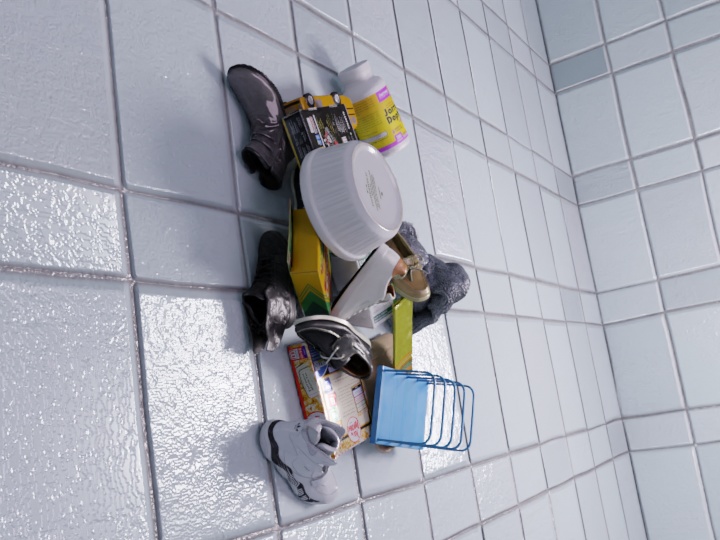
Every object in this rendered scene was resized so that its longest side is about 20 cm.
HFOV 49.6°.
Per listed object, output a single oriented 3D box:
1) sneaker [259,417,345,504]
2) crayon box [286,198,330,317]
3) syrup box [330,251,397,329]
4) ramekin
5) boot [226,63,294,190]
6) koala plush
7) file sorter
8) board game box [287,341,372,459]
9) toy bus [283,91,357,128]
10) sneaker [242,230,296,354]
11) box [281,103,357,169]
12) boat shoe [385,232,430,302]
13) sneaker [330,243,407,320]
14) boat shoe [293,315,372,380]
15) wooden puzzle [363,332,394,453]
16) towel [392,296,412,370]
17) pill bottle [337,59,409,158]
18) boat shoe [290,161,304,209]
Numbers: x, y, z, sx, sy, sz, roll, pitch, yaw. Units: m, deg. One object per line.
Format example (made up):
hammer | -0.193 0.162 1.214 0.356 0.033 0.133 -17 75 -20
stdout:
sneaker | -0.065 0.305 1.243 0.201 0.114 0.076 54 36 -32
crayon box | -0.085 -0.015 1.323 0.201 0.050 0.129 79 9 -59
syrup box | 0.000 0.000 1.478 0.078 0.081 0.203 -30 114 -39
ramekin | -0.006 -0.125 1.319 0.202 0.093 0.205 38 42 -44
boot | -0.176 -0.248 1.355 0.200 0.069 0.133 50 43 -30
koala plush | 0.114 -0.001 1.650 0.201 0.183 0.178 51 38 -13
file sorter | 0.122 0.265 1.470 0.199 0.121 0.141 26 66 -56
board game box | -0.048 0.215 1.381 0.151 0.046 0.203 -10 85 -60
toy bus | -0.083 -0.304 1.536 0.200 0.064 0.079 -27 102 -60
sneaker | -0.152 0.032 1.273 0.104 0.059 0.203 1 80 -64
box | -0.052 -0.198 1.428 0.159 0.049 0.202 -28 99 -56
boat shoe | 0.070 -0.025 1.516 0.073 0.063 0.201 -20 60 -34
sneaker | 0.009 0.050 1.398 0.084 0.200 0.073 37 24 -7
boat shoe | -0.040 0.129 1.316 0.200 0.071 0.068 37 40 -48
wooden puzzle | 0.045 0.239 1.547 0.184 0.037 0.203 -20 90 -60
towel | 0.084 0.148 1.525 0.086 0.018 0.203 -41 134 -58
pill bottle | 0.024 -0.349 1.698 0.202 0.103 0.104 63 32 -20
boat shoe | -0.088 -0.131 1.447 0.074 0.065 0.202 39 45 -44
